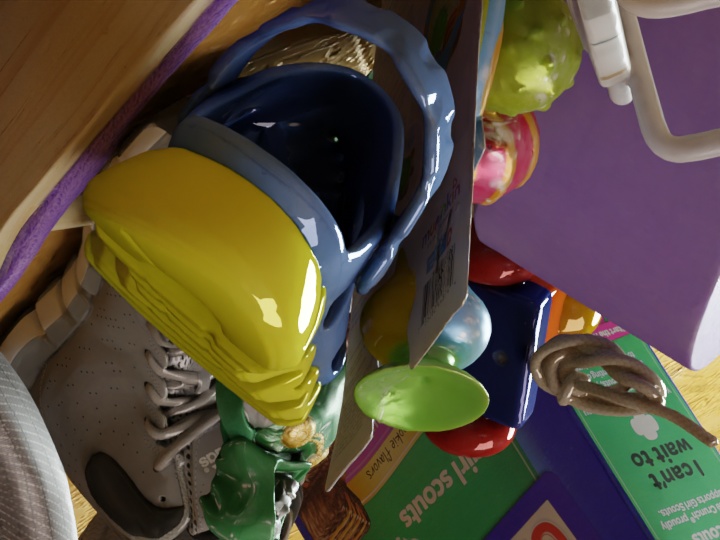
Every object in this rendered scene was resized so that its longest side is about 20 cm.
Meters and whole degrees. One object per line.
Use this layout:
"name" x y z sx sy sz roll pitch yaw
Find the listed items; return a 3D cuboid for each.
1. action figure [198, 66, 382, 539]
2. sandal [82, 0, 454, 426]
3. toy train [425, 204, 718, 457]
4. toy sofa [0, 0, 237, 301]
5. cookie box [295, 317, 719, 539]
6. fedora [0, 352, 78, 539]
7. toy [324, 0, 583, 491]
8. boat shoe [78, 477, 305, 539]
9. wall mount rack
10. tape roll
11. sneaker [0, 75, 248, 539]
"action figure" 0.000 0.000 0.898 0.200 0.055 0.118 -64 157 -15
"sandal" -0.019 -0.015 0.704 0.087 0.079 0.200 -51 -177 -9
"toy train" 0.069 0.013 1.002 0.116 0.200 0.085 -26 130 -49
"toy sofa" -0.055 -0.076 0.689 0.083 0.098 0.200 -12 153 -47
"cookie box" 0.057 0.089 1.145 0.075 0.200 0.171 -14 155 -45
"fedora" -0.173 0.069 0.771 0.177 0.200 0.090 -22 -155 -6
"toy" 0.033 -0.044 0.780 0.047 0.200 0.115 17 146 -10
"boat shoe" -0.053 0.101 1.040 0.072 0.071 0.200 -2 -142 23
"wall mount rack" 0.075 -0.127 0.692 0.074 0.174 0.200 -14 164 6
"tape roll" 0.125 -0.073 0.896 0.200 0.085 0.200 -53 165 -21
"sneaker" -0.051 0.027 0.939 0.075 0.116 0.200 -19 158 -36
